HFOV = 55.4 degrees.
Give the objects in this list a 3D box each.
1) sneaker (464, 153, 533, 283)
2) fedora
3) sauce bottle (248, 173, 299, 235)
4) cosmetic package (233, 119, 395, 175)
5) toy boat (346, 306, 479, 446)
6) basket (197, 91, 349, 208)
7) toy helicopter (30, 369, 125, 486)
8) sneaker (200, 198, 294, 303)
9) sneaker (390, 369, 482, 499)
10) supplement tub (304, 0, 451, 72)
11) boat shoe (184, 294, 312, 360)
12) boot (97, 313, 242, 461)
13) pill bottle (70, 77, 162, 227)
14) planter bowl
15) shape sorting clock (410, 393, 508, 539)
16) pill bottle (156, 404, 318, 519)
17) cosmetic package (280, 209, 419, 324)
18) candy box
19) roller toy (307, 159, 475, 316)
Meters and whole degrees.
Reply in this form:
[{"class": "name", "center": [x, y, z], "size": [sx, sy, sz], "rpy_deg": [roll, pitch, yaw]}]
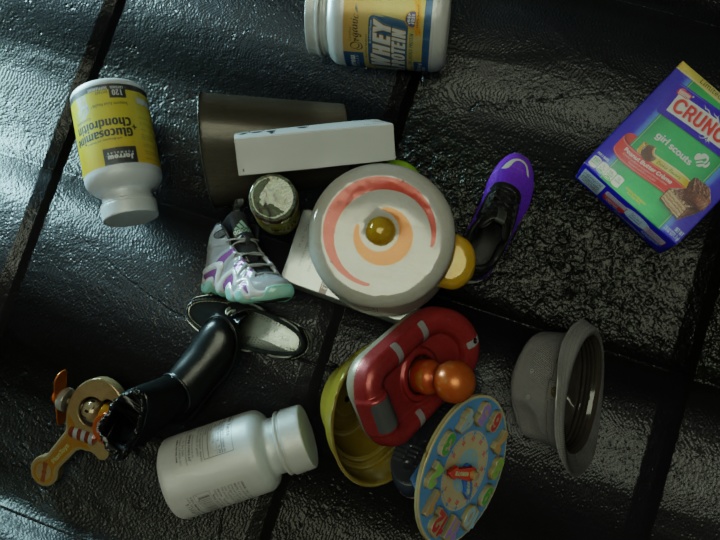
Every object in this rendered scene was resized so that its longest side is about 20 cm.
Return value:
[{"class": "sneaker", "center": [0.195, -0.076, 0.958], "size": [0.069, 0.100, 0.201], "rpy_deg": [24, 86, 6]}, {"class": "fedora", "center": [0.258, 0.162, 0.912], "size": [0.090, 0.177, 0.201], "rpy_deg": [6, 99, 36]}, {"class": "sauce bottle", "center": [-0.114, -0.083, 0.939], "size": [0.064, 0.200, 0.065], "rpy_deg": [0, 87, -3]}, {"class": "cosmetic package", "center": [-0.061, -0.161, 0.884], "size": [0.199, 0.083, 0.051], "rpy_deg": [-7, 109, -9]}, {"class": "toy boat", "center": [0.087, 0.131, 0.854], "size": [0.200, 0.130, 0.131], "rpy_deg": [-37, 117, -36]}, {"class": "basket", "center": [-0.118, -0.175, 0.983], "size": [0.199, 0.181, 0.136], "rpy_deg": [-3, 50, -4]}, {"class": "toy helicopter", "center": [-0.418, 0.232, 0.998], "size": [0.132, 0.079, 0.200], "rpy_deg": [44, 101, 3]}, {"class": "sneaker", "center": [-0.161, -0.029, 0.948], "size": [0.199, 0.077, 0.141], "rpy_deg": [6, 94, 47]}, {"class": "sneaker", "center": [0.104, 0.222, 0.943], "size": [0.070, 0.082, 0.200], "rpy_deg": [24, 55, 29]}, {"class": "supplement tub", "center": [0.029, -0.367, 0.989], "size": [0.199, 0.145, 0.146], "rpy_deg": [6, 84, 7]}, {"class": "boat shoe", "center": [-0.167, 0.078, 0.996], "size": [0.199, 0.060, 0.076], "rpy_deg": [12, 84, 7]}, {"class": "boot", "center": [-0.255, 0.155, 0.920], "size": [0.073, 0.162, 0.199], "rpy_deg": [38, 108, 15]}, {"class": "pill bottle", "center": [-0.359, -0.172, 1.020], "size": [0.111, 0.112, 0.201], "rpy_deg": [-14, 82, 4]}, {"class": "planter bowl", "center": [0.006, 0.182, 0.932], "size": [0.083, 0.200, 0.201], "rpy_deg": [6, 82, 44]}, {"class": "shape sorting clock", "center": [0.136, 0.258, 0.887], "size": [0.039, 0.200, 0.201], "rpy_deg": [19, 84, 43]}, {"class": "pill bottle", "center": [-0.166, 0.258, 0.946], "size": [0.199, 0.114, 0.115], "rpy_deg": [-19, 82, 3]}, {"class": "cosmetic package", "center": [0.000, 0.000, 0.979], "size": [0.199, 0.081, 0.113], "rpy_deg": [17, 83, 9]}, {"class": "candy box", "center": [0.435, -0.156, 0.957], "size": [0.169, 0.077, 0.200], "rpy_deg": [44, 88, 9]}, {"class": "roller toy", "center": [0.029, -0.035, 0.871], "size": [0.182, 0.140, 0.201], "rpy_deg": [-31, 79, -1]}]
